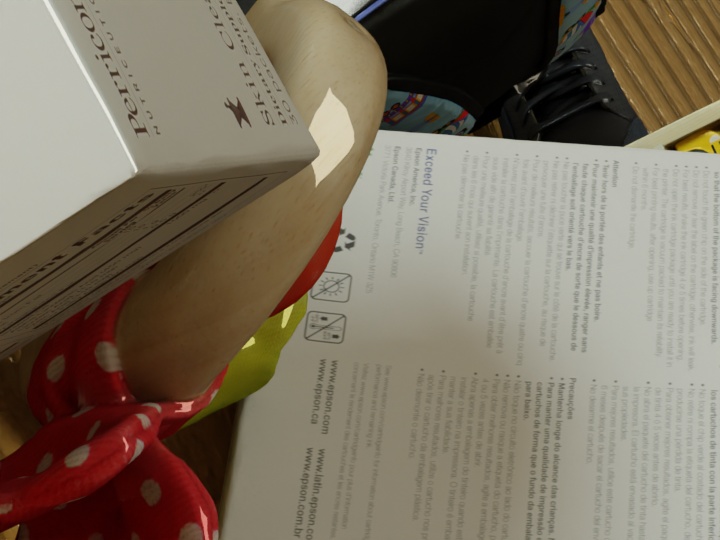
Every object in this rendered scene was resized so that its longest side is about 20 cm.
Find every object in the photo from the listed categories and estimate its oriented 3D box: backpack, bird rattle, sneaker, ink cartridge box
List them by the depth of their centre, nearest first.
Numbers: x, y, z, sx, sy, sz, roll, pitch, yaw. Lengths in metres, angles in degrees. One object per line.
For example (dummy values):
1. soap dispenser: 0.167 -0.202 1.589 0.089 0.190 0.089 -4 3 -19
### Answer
1. bird rattle: -0.056 -0.001 0.704 0.112 0.163 0.200 36 12 -8
2. ink cartridge box: 0.063 0.041 0.827 0.041 0.198 0.200 87 9 -46
3. backpack: 0.018 -0.126 1.066 0.135 0.182 0.200 50 1 14
4. sneaker: 0.077 -0.111 1.326 0.203 0.077 0.147 -107 170 -64

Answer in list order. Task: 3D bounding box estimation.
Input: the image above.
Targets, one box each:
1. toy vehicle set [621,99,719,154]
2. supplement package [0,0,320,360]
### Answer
1. toy vehicle set: 0.122 0.054 0.918 0.201 0.124 0.026 65 16 5
2. supplement package: -0.133 -0.070 0.588 0.201 0.155 0.111 60 18 4
